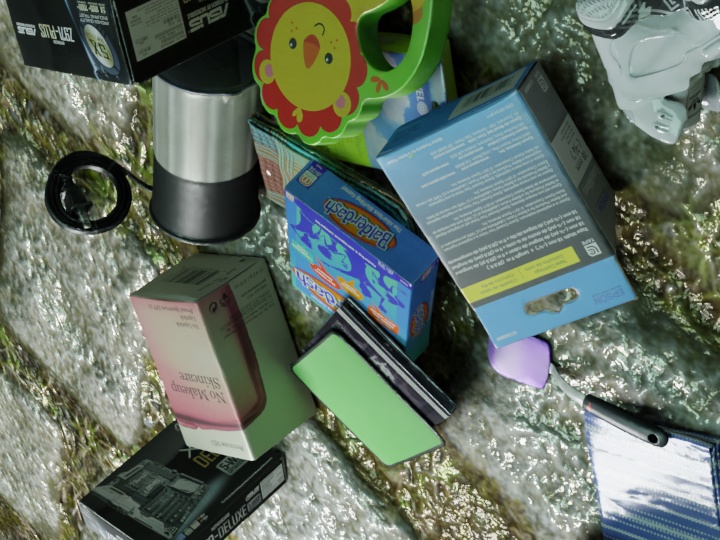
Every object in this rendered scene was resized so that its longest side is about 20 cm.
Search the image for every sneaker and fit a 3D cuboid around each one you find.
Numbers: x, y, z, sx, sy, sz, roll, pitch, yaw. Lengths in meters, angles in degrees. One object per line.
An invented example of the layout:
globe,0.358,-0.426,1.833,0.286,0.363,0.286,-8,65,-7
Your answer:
sneaker,0.246,-0.157,0.983,0.199,0.075,0.116,5,121,51

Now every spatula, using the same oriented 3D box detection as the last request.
spatula,0.195,0.109,1.264,0.199,0.020,0.057,32,132,37

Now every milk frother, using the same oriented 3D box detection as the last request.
milk frother,-0.203,-0.131,1.380,0.180,0.199,0.189,36,139,30

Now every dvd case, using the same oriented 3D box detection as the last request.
dvd case,0.015,0.108,1.413,0.149,0.016,0.200,45,159,2

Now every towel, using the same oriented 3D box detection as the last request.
towel,0.277,0.222,1.273,0.144,0.024,0.201,12,123,45
towel,-0.022,-0.060,1.338,0.199,0.022,0.147,33,157,22

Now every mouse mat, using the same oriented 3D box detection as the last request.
mouse mat,0.003,0.138,1.454,0.161,0.008,0.200,46,159,-1

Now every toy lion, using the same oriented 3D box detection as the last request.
toy lion,-0.011,-0.197,1.181,0.199,0.068,0.193,21,110,39

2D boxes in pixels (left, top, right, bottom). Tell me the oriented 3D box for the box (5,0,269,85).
box,-0.195,-0.252,1.279,0.163,0.200,0.087,15,127,39

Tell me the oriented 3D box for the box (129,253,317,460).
box,-0.153,0.094,1.563,0.127,0.109,0.201,3,119,45

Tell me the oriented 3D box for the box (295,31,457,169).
box,0.017,-0.151,1.251,0.199,0.048,0.123,15,128,41

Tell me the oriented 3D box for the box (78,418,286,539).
box,-0.211,0.265,1.678,0.157,0.200,0.050,26,140,33

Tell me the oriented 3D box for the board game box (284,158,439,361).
board game box,0.000,0.000,1.325,0.152,0.045,0.200,37,159,17

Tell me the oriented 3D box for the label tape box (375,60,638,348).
label tape box,0.128,-0.051,1.155,0.144,0.063,0.201,-22,110,33
